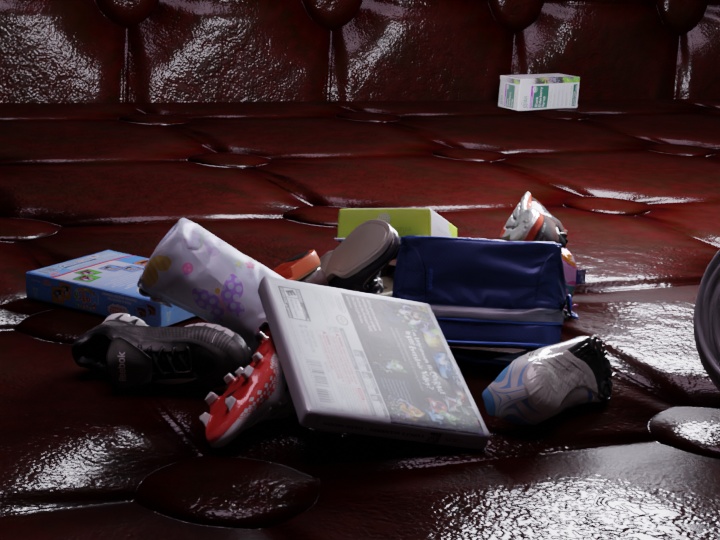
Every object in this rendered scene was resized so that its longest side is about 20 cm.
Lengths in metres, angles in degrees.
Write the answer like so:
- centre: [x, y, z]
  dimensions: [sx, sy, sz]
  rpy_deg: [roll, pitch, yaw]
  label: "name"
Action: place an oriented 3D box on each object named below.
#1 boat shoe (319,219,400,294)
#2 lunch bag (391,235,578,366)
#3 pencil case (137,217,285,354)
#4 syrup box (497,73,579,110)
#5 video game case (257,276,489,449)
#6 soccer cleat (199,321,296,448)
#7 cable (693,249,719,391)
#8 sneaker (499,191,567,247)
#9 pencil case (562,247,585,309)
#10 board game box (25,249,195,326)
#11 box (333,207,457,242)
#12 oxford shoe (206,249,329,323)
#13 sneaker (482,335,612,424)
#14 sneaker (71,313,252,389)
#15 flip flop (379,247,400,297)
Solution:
- centre: [0.000, 0.000, 1.704]
  dimensions: [0.063, 0.073, 0.200]
  rpy_deg: [31, -31, -17]
  label: "boat shoe"
- centre: [0.134, 0.034, 1.609]
  dimensions: [0.200, 0.133, 0.136]
  rpy_deg: [3, -2, 6]
  label: "lunch bag"
- centre: [-0.124, 0.030, 1.512]
  dimensions: [0.200, 0.083, 0.091]
  rpy_deg: [30, 49, -2]
  label: "pencil case"
- centre: [0.437, -0.438, 3.683]
  dimensions: [0.200, 0.079, 0.081]
  rpy_deg: [-7, 18, -36]
  label: "syrup box"
- centre: [0.009, 0.084, 1.389]
  dimensions: [0.182, 0.023, 0.200]
  rpy_deg: [10, 32, -23]
  label: "video game case"
- centre: [-0.080, 0.111, 1.387]
  dimensions: [0.069, 0.085, 0.200]
  rpy_deg: [-35, 12, 31]
  label: "soccer cleat"
- centre: [0.420, 0.052, 1.444]
  dimensions: [0.200, 0.200, 0.069]
  rpy_deg: [13, 11, 41]
  label: "cable"
- centre: [0.255, -0.054, 2.158]
  dimensions: [0.082, 0.077, 0.200]
  rpy_deg: [29, 14, -5]
  label: "sneaker"
- centre: [0.163, 0.015, 1.793]
  dimensions: [0.200, 0.088, 0.087]
  rpy_deg: [-2, 15, -21]
  label: "pencil case"
- centre: [-0.269, 0.019, 1.773]
  dimensions: [0.200, 0.037, 0.151]
  rpy_deg: [10, 16, 29]
  label: "board game box"
- centre: [0.047, -0.047, 1.936]
  dimensions: [0.122, 0.048, 0.200]
  rpy_deg: [-1, -7, 14]
  label: "box"
- centre: [-0.098, 0.052, 1.616]
  dimensions: [0.071, 0.073, 0.200]
  rpy_deg: [-17, 15, 49]
  label: "oxford shoe"
- centre: [0.187, 0.106, 1.461]
  dimensions: [0.072, 0.072, 0.200]
  rpy_deg: [-12, -3, 35]
  label: "sneaker"
- centre: [-0.201, 0.087, 1.466]
  dimensions: [0.200, 0.067, 0.090]
  rpy_deg: [7, 17, 32]
  label: "sneaker"
- centre: [0.047, 0.002, 1.862]
  dimensions: [0.081, 0.058, 0.200]
  rpy_deg: [14, 17, 37]
  label: "flip flop"
